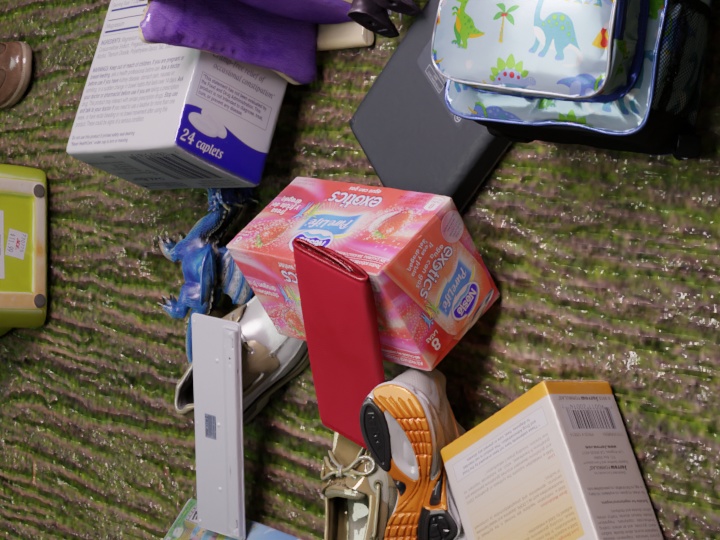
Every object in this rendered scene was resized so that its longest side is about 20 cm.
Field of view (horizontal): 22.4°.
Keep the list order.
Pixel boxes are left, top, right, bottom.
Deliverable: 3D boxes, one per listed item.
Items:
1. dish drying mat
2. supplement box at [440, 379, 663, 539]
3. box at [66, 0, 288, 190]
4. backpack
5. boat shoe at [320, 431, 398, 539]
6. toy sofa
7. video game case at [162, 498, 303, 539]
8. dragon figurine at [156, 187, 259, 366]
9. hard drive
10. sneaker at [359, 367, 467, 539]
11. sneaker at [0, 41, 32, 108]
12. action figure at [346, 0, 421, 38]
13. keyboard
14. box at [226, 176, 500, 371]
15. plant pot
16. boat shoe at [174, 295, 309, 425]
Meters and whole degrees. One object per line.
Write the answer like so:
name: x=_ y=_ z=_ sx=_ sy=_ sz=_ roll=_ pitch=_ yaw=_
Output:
dish drying mat: x=-0.011 y=0.062 z=1.412 sx=0.076 sy=0.018 sz=0.201 roll=28 pitch=143 yaw=32
supplement box: x=0.146 y=0.195 z=1.302 sx=0.126 sy=0.073 sz=0.202 roll=-38 pitch=59 yaw=42
box: x=-0.153 y=-0.183 z=1.633 sx=0.183 sy=0.104 sz=0.202 roll=2 pitch=73 yaw=50
backpack: x=0.152 y=-0.194 z=1.257 sx=0.181 sy=0.146 sz=0.202 roll=10 pitch=87 yaw=34
boat shoe: x=-0.005 y=0.206 z=1.493 sx=0.073 sy=0.063 sz=0.203 roll=-1 pitch=87 yaw=50
toy sofa: x=-0.085 y=-0.222 z=1.517 sx=0.082 sy=0.199 sz=0.099 roll=0 pitch=81 yaw=49
video game case: x=-0.151 y=0.308 z=1.614 sx=0.181 sy=0.022 sz=0.201 roll=10 pitch=61 yaw=50
dragon figurine: x=-0.137 y=0.007 z=1.671 sx=0.099 sy=0.058 sz=0.203 roll=-10 pitch=79 yaw=50
hard drive: x=0.073 y=-0.141 z=1.447 sx=0.201 sy=0.033 sz=0.140 roll=-54 pitch=50 yaw=33
sneaker: x=0.061 y=0.168 z=1.419 sx=0.075 sy=0.092 sz=0.202 roll=0 pitch=110 yaw=28
sneaker: x=-0.442 y=-0.216 z=2.046 sx=0.199 sy=0.075 sz=0.071 roll=-11 pitch=79 yaw=50
action figure: x=0.032 y=-0.300 z=1.484 sx=0.130 sy=0.069 sz=0.202 roll=-14 pitch=62 yaw=56
keyboard: x=-0.125 y=0.139 z=1.603 sx=0.056 sy=0.011 sz=0.202 roll=13 pitch=110 yaw=41
box: x=0.000 y=0.000 z=1.449 sx=0.199 sy=0.095 sz=0.103 roll=11 pitch=139 yaw=50
plant pot: x=-0.445 y=-0.024 z=1.950 sx=0.180 sy=0.198 sz=0.203 roll=-5 pitch=83 yaw=44
boat shoe: x=-0.097 y=0.070 z=1.611 sx=0.201 sy=0.068 sz=0.075 roll=-56 pitch=49 yaw=32
